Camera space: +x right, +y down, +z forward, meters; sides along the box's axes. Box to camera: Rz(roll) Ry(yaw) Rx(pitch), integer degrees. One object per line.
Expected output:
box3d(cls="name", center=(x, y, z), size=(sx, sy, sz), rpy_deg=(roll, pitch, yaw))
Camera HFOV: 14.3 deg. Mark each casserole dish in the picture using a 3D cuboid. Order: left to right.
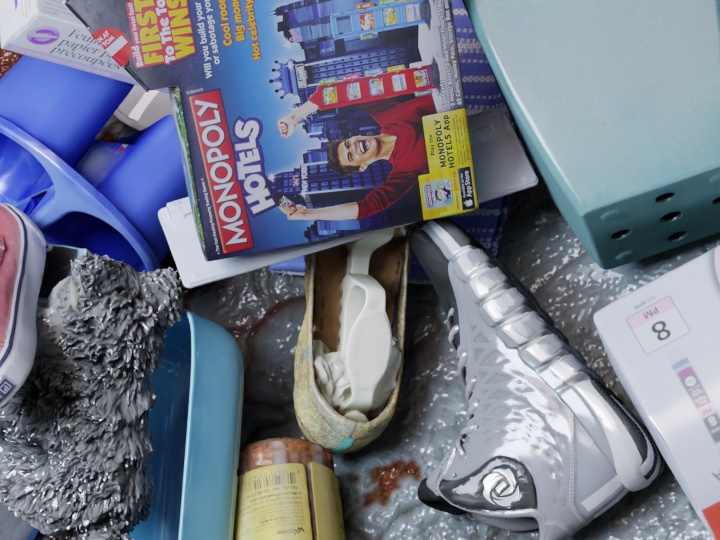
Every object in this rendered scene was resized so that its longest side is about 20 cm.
box3d(cls="casserole dish", center=(-0.099, 0.114, 1.567), size=(0.121, 0.039, 0.200), rpy_deg=(152, 125, -64))

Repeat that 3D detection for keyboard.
box3d(cls="keyboard", center=(-0.007, -0.040, 1.547), size=(0.200, 0.011, 0.056), rpy_deg=(-17, 59, -8))

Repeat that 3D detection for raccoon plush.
box3d(cls="raccoon plush", center=(-0.118, 0.086, 1.515), size=(0.200, 0.097, 0.134), rpy_deg=(47, 114, 26))

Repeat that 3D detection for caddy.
box3d(cls="caddy", center=(-0.164, -0.055, 1.640), size=(0.105, 0.141, 0.200), rpy_deg=(-51, 10, -13))

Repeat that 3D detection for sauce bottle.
box3d(cls="sauce bottle", center=(-0.035, 0.188, 1.519), size=(0.066, 0.066, 0.200), rpy_deg=(-17, 57, 19))

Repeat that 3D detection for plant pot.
box3d(cls="plant pot", center=(0.135, -0.115, 1.538), size=(0.141, 0.141, 0.200), rpy_deg=(-18, 67, 6))

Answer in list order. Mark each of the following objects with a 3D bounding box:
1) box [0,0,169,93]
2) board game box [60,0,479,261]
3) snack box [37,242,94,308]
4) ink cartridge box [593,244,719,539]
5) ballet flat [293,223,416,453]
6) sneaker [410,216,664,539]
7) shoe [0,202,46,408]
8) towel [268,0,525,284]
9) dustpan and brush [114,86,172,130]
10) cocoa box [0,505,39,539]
box3d(cls="box", center=(-0.103, -0.123, 1.568), size=(0.039, 0.200, 0.042), rpy_deg=(-36, 53, 42))
box3d(cls="board game box", center=(-0.051, -0.115, 1.500), size=(0.200, 0.200, 0.062), rpy_deg=(-10, 19, -6))
box3d(cls="snack box", center=(-0.217, 0.013, 1.672), size=(0.200, 0.116, 0.037), rpy_deg=(9, 69, 30))
box3d(cls="ink cartridge box", center=(0.231, 0.066, 1.445), size=(0.162, 0.057, 0.200), rpy_deg=(-28, 50, 0))
box3d(cls="ballet flat", center=(0.000, 0.000, 1.571), size=(0.071, 0.071, 0.200), rpy_deg=(0, 82, 27))
box3d(cls="sneaker", center=(0.060, 0.067, 1.525), size=(0.115, 0.075, 0.200), rpy_deg=(-43, 60, 6))
box3d(cls="shoe", center=(-0.220, -0.004, 1.508), size=(0.071, 0.091, 0.200), rpy_deg=(-39, 25, 13))
box3d(cls="towel", center=(0.032, -0.088, 1.655), size=(0.145, 0.024, 0.200), rpy_deg=(3, 67, 29))
box3d(cls="dustpan and brush", center=(-0.060, -0.117, 1.689), size=(0.200, 0.057, 0.140), rpy_deg=(34, 88, 34))
box3d(cls="cocoa box", center=(-0.273, 0.094, 1.601), size=(0.131, 0.200, 0.133), rpy_deg=(30, 87, 34))
